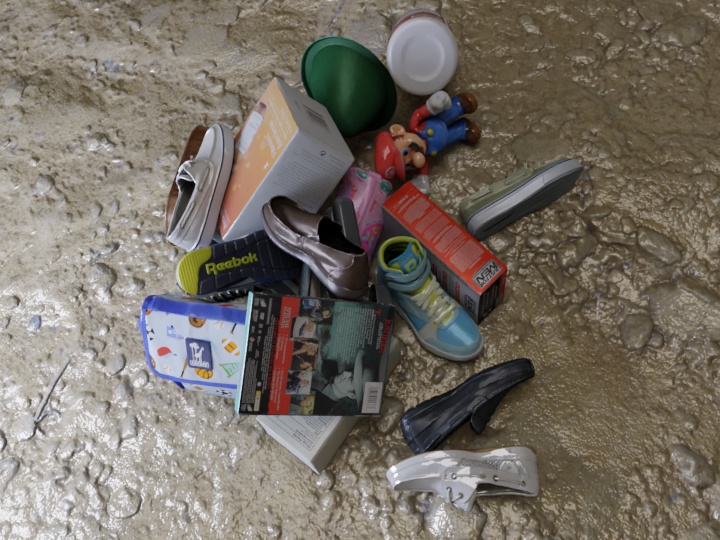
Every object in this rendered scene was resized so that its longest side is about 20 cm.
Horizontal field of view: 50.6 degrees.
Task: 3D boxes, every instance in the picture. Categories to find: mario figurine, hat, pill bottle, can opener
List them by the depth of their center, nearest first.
[{"bbox_3d":[0.000,0.000,1.048,0.065,0.053,0.205,2,66,-29],"label":"can opener"},{"bbox_3d":[-0.041,-0.227,1.169,0.198,0.165,0.178,36,53,-9],"label":"hat"},{"bbox_3d":[0.109,-0.192,1.171,0.197,0.106,0.125,-32,93,-20],"label":"mario figurine"},{"bbox_3d":[0.097,-0.353,1.213,0.109,0.115,0.201,-5,23,6],"label":"pill bottle"}]

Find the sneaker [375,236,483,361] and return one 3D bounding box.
[{"bbox_3d":[0.090,0.034,1.054,0.079,0.132,0.199,-43,65,-16],"label":"sneaker"}]

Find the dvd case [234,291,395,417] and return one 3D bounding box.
[{"bbox_3d":[-0.054,0.108,0.950,0.195,0.022,0.151,5,95,-25],"label":"dvd case"}]

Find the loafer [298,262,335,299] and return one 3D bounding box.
[{"bbox_3d":[-0.055,0.067,1.025,0.061,0.072,0.205,8,66,-9],"label":"loafer"}]

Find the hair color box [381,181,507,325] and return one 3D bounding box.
[{"bbox_3d":[0.118,-0.025,1.096,0.061,0.102,0.200,-39,66,-14],"label":"hair color box"}]

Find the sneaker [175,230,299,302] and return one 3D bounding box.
[{"bbox_3d":[-0.176,0.027,1.142,0.197,0.075,0.108,29,87,15],"label":"sneaker"}]

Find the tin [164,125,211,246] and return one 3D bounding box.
[{"bbox_3d":[-0.257,-0.132,1.202,0.041,0.113,0.205,11,66,3],"label":"tin"}]

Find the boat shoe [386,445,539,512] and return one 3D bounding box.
[{"bbox_3d":[0.131,0.268,0.964,0.194,0.071,0.071,-7,60,3],"label":"boat shoe"}]

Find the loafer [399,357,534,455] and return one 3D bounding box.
[{"bbox_3d":[0.148,0.183,1.010,0.197,0.068,0.072,-28,70,0],"label":"loafer"}]

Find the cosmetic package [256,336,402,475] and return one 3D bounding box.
[{"bbox_3d":[-0.039,0.160,1.043,0.102,0.074,0.201,32,72,21],"label":"cosmetic package"}]

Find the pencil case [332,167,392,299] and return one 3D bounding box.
[{"bbox_3d":[-0.013,-0.047,1.125,0.085,0.088,0.205,13,73,15],"label":"pencil case"}]

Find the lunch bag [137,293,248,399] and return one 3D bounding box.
[{"bbox_3d":[-0.189,0.100,1.024,0.165,0.201,0.127,7,64,11],"label":"lunch bag"}]

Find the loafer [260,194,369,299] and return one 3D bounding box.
[{"bbox_3d":[-0.053,-0.047,1.000,0.199,0.072,0.072,39,35,27],"label":"loafer"}]

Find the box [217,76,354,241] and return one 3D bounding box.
[{"bbox_3d":[-0.123,-0.146,1.117,0.201,0.105,0.154,-51,40,21],"label":"box"}]

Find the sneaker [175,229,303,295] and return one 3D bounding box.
[{"bbox_3d":[-0.166,-0.012,1.060,0.195,0.082,0.076,-9,88,-27],"label":"sneaker"}]

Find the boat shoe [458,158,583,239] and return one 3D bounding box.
[{"bbox_3d":[0.239,-0.122,1.144,0.196,0.072,0.063,-29,65,-3],"label":"boat shoe"}]

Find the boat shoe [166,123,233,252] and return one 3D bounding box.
[{"bbox_3d":[-0.237,-0.128,1.109,0.071,0.065,0.206,-7,67,51],"label":"boat shoe"}]
